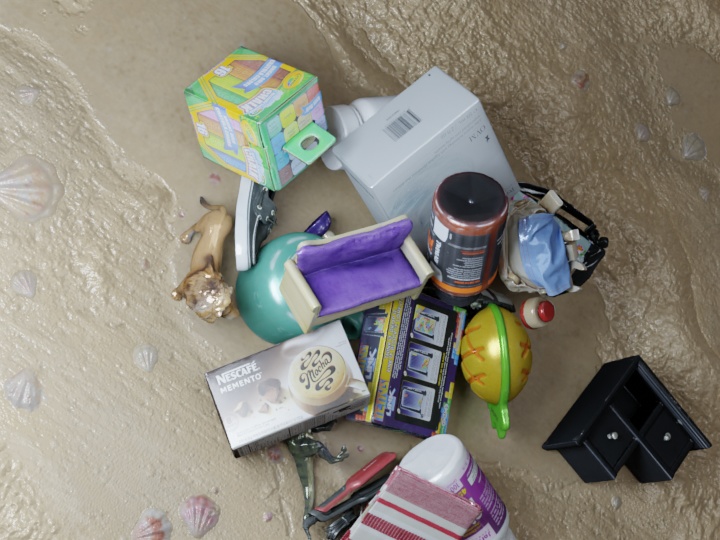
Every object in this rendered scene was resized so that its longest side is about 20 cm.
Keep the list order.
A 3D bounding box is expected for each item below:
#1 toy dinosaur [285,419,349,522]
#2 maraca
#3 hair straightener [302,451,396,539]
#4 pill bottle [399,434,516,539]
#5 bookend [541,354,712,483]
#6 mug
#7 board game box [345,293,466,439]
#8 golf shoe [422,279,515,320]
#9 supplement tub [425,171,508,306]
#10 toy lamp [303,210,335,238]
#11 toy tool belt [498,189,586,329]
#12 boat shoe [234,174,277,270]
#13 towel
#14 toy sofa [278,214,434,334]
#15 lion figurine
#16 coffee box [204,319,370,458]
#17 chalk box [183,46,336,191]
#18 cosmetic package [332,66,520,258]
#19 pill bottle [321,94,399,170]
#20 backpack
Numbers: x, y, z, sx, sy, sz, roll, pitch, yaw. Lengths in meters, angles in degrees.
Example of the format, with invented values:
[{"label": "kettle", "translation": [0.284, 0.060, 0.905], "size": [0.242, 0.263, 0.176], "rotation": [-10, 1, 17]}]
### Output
[{"label": "toy dinosaur", "translation": [-0.068, 0.242, 1.650], "size": [0.087, 0.047, 0.202], "rotation": [-15, 86, -12]}, {"label": "maraca", "translation": [0.204, 0.149, 1.756], "size": [0.106, 0.137, 0.202], "rotation": [-4, 103, -2]}, {"label": "hair straightener", "translation": [-0.008, 0.337, 1.648], "size": [0.199, 0.041, 0.078], "rotation": [-34, 108, -40]}, {"label": "pill bottle", "translation": [0.145, 0.343, 1.686], "size": [0.112, 0.112, 0.201], "rotation": [-48, 115, -29]}, {"label": "bookend", "translation": [0.427, 0.279, 1.874], "size": [0.199, 0.092, 0.200], "rotation": [50, 61, -8]}, {"label": "mug", "translation": [-0.073, 0.023, 1.665], "size": [0.183, 0.114, 0.154], "rotation": [-3, 78, -28]}, {"label": "board game box", "translation": [0.068, 0.134, 1.701], "size": [0.164, 0.056, 0.202], "rotation": [21, 75, -41]}, {"label": "golf shoe", "translation": [0.156, 0.023, 1.811], "size": [0.198, 0.077, 0.089], "rotation": [16, 62, -24]}, {"label": "supplement tub", "translation": [0.146, -0.036, 1.648], "size": [0.106, 0.201, 0.108], "rotation": [1, 51, -1]}, {"label": "toy lamp", "translation": [0.000, 0.000, 1.745], "size": [0.200, 0.058, 0.058], "rotation": [48, 61, -8]}, {"label": "toy tool belt", "translation": [0.266, -0.013, 1.703], "size": [0.124, 0.122, 0.202], "rotation": [-26, 102, -42]}, {"label": "boat shoe", "translation": [-0.144, -0.085, 1.651], "size": [0.056, 0.069, 0.202], "rotation": [3, 51, 0]}, {"label": "towel", "translation": [0.056, 0.370, 1.621], "size": [0.143, 0.201, 0.023], "rotation": [28, 21, -18]}, {"label": "toy sofa", "translation": [-0.002, 0.004, 1.572], "size": [0.198, 0.098, 0.083], "rotation": [-16, 60, -31]}, {"label": "lion figurine", "translation": [-0.207, -0.022, 1.602], "size": [0.072, 0.122, 0.202], "rotation": [8, 72, -25]}, {"label": "coffee box", "translation": [-0.099, 0.161, 1.585], "size": [0.198, 0.080, 0.114], "rotation": [-20, 74, -8]}, {"label": "chalk box", "translation": [-0.127, -0.206, 1.634], "size": [0.124, 0.199, 0.125], "rotation": [-43, 141, -30]}, {"label": "cosmetic package", "translation": [0.100, -0.145, 1.710], "size": [0.199, 0.123, 0.200], "rotation": [-39, 136, -4]}, {"label": "pill bottle", "translation": [0.041, -0.209, 1.788], "size": [0.198, 0.113, 0.115], "rotation": [-9, 81, -29]}, {"label": "backpack", "translation": [0.266, -0.049, 1.845], "size": [0.199, 0.167, 0.127], "rotation": [36, 68, -8]}]
